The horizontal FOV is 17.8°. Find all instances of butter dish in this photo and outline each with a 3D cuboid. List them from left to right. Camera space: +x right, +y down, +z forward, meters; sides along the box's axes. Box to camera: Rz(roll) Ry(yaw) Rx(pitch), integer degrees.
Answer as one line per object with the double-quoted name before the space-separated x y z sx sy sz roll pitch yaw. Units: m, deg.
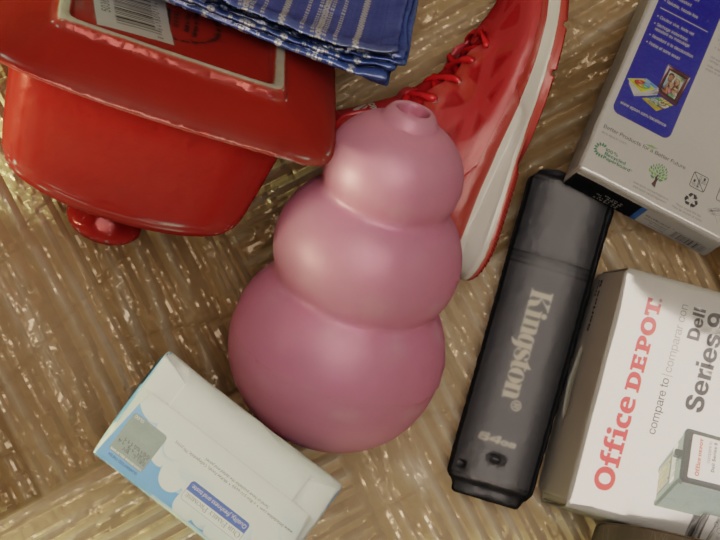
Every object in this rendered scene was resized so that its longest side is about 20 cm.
"butter dish" -0.125 -0.082 1.286 0.198 0.200 0.148 18 117 -11

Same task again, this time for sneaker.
"sneaker" 0.046 -0.105 1.340 0.115 0.078 0.201 17 84 -6

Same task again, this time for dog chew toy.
"dog chew toy" 0.000 0.000 1.280 0.124 0.125 0.201 15 114 -5

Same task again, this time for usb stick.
"usb stick" 0.101 0.039 1.358 0.055 0.033 0.201 17 85 -5

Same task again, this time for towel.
"towel" -0.062 -0.174 1.307 0.199 0.145 0.024 21 119 -4

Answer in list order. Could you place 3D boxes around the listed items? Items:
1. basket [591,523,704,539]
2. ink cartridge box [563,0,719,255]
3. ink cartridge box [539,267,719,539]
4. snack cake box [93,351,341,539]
"basket" 0.164 0.253 1.287 0.135 0.180 0.201 18 79 -18
"ink cartridge box" 0.203 -0.119 1.364 0.099 0.039 0.201 27 73 -5
"ink cartridge box" 0.220 0.094 1.340 0.199 0.084 0.147 15 86 -5
"snack cake box" -0.081 0.104 1.250 0.115 0.200 0.067 37 85 -2
